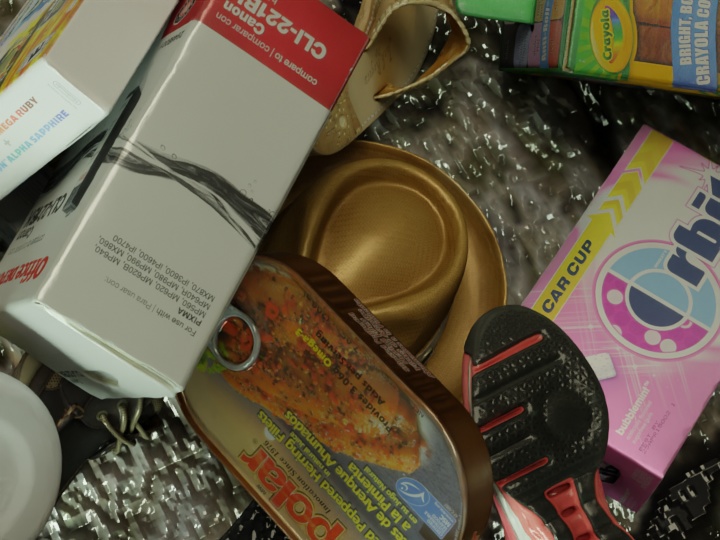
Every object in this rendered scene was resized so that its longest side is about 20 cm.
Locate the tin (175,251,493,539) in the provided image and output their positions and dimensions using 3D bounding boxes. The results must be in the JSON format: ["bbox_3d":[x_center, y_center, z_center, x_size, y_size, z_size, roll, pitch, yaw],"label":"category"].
[{"bbox_3d":[-0.018,0.075,0.743,0.200,0.042,0.112,46,114,21],"label":"tin"}]

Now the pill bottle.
[{"bbox_3d":[-0.245,0.085,0.739,0.200,0.104,0.104,9,56,45],"label":"pill bottle"}]

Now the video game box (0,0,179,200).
[{"bbox_3d":[-0.153,-0.124,0.778,0.047,0.182,0.200,38,49,-19],"label":"video game box"}]

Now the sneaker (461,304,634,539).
[{"bbox_3d":[0.091,0.118,0.763,0.074,0.087,0.200,-18,86,-18],"label":"sneaker"}]

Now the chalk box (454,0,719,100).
[{"bbox_3d":[0.157,-0.170,0.865,0.200,0.124,0.125,5,97,-14],"label":"chalk box"}]

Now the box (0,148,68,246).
[{"bbox_3d":[-0.150,-0.099,0.879,0.200,0.041,0.156,-38,47,-18],"label":"box"}]

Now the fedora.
[{"bbox_3d":[0.000,0.000,0.826,0.200,0.082,0.201,5,66,-12],"label":"fedora"}]

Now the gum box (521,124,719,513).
[{"bbox_3d":[0.157,0.029,0.841,0.113,0.066,0.200,31,67,12],"label":"gum box"}]

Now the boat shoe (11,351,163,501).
[{"bbox_3d":[-0.144,0.062,0.812,0.073,0.075,0.200,17,65,7],"label":"boat shoe"}]

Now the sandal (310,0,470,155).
[{"bbox_3d":[0.030,-0.131,0.879,0.070,0.078,0.212,2,35,31],"label":"sandal"}]

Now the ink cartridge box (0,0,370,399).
[{"bbox_3d":[-0.098,-0.043,0.733,0.084,0.144,0.200,32,72,-20],"label":"ink cartridge box"}]

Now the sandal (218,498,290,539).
[{"bbox_3d":[-0.045,0.161,0.788,0.200,0.045,0.075,-37,64,-3],"label":"sandal"}]
